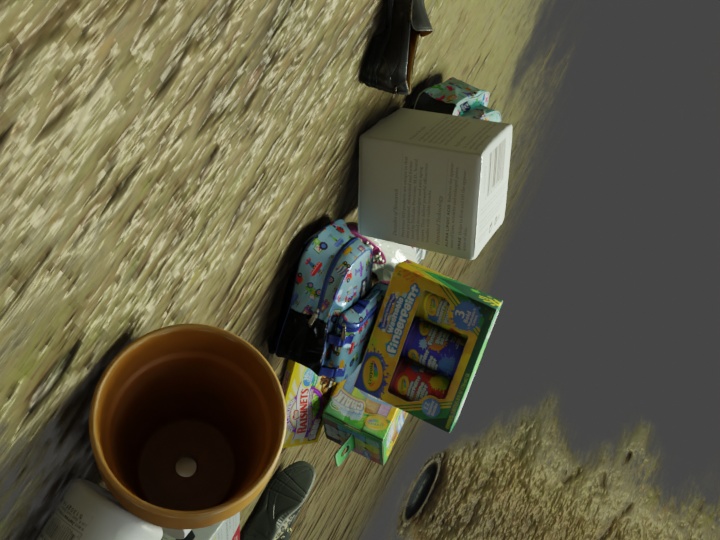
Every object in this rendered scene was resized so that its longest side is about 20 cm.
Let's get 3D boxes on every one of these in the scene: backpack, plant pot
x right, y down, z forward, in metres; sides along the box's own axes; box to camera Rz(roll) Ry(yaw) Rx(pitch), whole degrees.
[{"bbox_3d":[0.160,-0.239,1.454,0.200,0.148,0.181,-48,157,-56],"label":"backpack"},{"bbox_3d":[-0.036,0.036,1.245,0.182,0.132,0.204,-35,144,-61],"label":"backpack"},{"bbox_3d":[-0.188,0.192,0.905,0.201,0.198,0.184,-53,172,-33],"label":"plant pot"}]

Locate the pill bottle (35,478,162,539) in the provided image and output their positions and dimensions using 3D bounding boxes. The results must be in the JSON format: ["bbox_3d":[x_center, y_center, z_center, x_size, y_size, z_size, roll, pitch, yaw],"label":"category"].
[{"bbox_3d":[-0.303,0.332,0.858,0.203,0.112,0.115,-60,163,-16],"label":"pill bottle"}]

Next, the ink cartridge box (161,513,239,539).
[{"bbox_3d":[-0.259,0.420,1.179,0.201,0.081,0.148,-52,160,-39],"label":"ink cartridge box"}]

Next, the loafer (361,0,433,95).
[{"bbox_3d":[0.069,-0.339,1.131,0.073,0.071,0.204,-24,136,-64],"label":"loafer"}]

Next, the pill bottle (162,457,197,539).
[{"bbox_3d":[-0.195,0.232,1.059,0.201,0.110,0.114,-51,159,-38],"label":"pill bottle"}]

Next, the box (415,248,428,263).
[{"bbox_3d":[0.085,-0.039,1.659,0.201,0.049,0.160,-52,160,-38],"label":"box"}]

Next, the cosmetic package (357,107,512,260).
[{"bbox_3d":[0.116,-0.141,1.292,0.165,0.196,0.169,-42,138,-53],"label":"cosmetic package"}]

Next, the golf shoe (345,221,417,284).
[{"bbox_3d":[0.031,-0.037,1.394,0.199,0.074,0.094,38,47,-42],"label":"golf shoe"}]

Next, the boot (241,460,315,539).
[{"bbox_3d":[-0.155,0.475,1.619,0.205,0.073,0.155,-55,164,-19],"label":"boot"}]

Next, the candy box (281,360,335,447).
[{"bbox_3d":[-0.095,0.218,1.426,0.100,0.026,0.204,-1,121,-33],"label":"candy box"}]

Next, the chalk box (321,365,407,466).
[{"bbox_3d":[0.011,0.253,1.467,0.125,0.121,0.203,86,28,-60],"label":"chalk box"}]

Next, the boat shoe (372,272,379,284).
[{"bbox_3d":[0.000,0.000,1.441,0.200,0.062,0.074,-48,113,-39],"label":"boat shoe"}]

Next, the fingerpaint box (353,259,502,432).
[{"bbox_3d":[0.100,0.111,1.247,0.204,0.164,0.073,-70,166,14],"label":"fingerpaint box"}]
